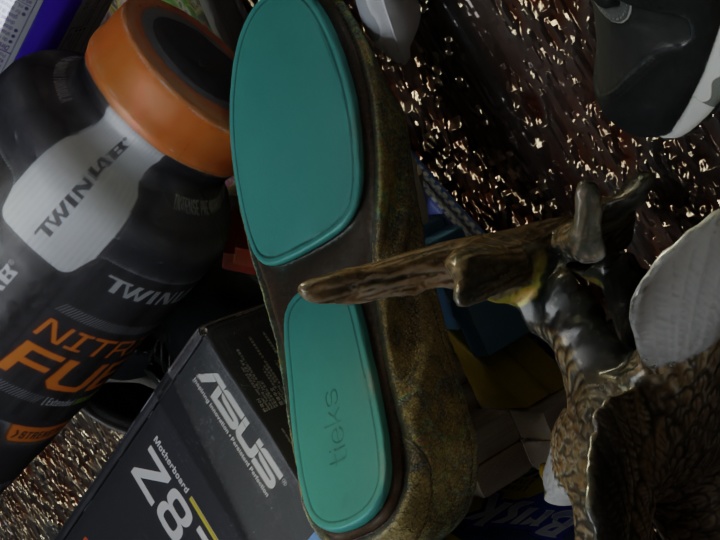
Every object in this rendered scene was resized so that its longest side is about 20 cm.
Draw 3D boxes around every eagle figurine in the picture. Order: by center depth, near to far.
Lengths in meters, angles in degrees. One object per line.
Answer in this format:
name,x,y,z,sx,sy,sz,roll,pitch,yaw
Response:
eagle figurine,0.089,0.076,0.740,0.151,0.151,0.201,6,-114,-76

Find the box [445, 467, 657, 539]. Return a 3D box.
box,0.090,0.161,0.897,0.070,0.064,0.201,25,146,49

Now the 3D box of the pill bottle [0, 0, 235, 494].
pill bottle,-0.120,-0.009,0.890,0.200,0.106,0.106,-46,74,22

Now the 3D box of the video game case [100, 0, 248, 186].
video game case,-0.091,-0.114,0.988,0.143,0.018,0.201,11,128,59

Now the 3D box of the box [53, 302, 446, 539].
box,-0.021,0.136,0.870,0.201,0.049,0.161,56,137,17

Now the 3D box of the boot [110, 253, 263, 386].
boot,-0.069,0.038,1.020,0.168,0.076,0.200,45,166,22

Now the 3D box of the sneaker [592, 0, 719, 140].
sneaker,0.064,-0.117,0.592,0.201,0.087,0.076,98,175,-47

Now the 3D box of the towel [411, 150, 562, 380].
towel,0.033,0.041,0.945,0.145,0.024,0.200,48,152,23

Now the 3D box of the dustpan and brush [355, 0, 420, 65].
dustpan and brush,0.006,-0.123,0.744,0.140,0.057,0.200,47,178,24

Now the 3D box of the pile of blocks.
pile of blocks,0.004,0.010,0.869,0.200,0.062,0.082,40,148,36

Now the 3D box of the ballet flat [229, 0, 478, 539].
ballet flat,0.000,0.000,0.812,0.071,0.070,0.201,127,136,-64

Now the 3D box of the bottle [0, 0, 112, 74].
bottle,-0.153,-0.088,0.934,0.084,0.065,0.200,43,122,18

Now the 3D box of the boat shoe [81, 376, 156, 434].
boat shoe,-0.067,0.076,1.119,0.200,0.057,0.067,24,142,52
